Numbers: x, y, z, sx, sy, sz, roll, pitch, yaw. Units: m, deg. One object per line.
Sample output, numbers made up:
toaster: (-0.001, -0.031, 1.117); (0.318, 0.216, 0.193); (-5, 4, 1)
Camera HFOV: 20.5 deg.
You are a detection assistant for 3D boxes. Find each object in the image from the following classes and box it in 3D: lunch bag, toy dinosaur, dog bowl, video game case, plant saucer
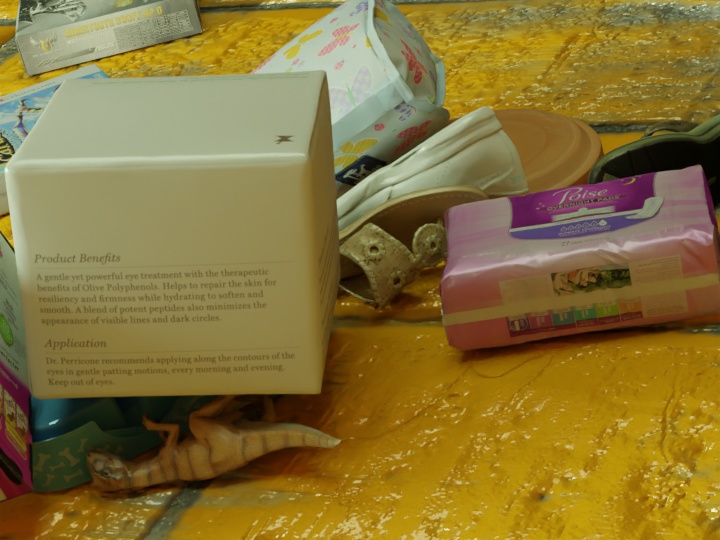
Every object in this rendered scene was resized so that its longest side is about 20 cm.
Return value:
lunch bag: (-0.021, -0.127, 1.637); (0.169, 0.127, 0.200); (-37, 15, 14)
toy dinosaur: (-0.084, 0.114, 1.333); (0.200, 0.060, 0.106); (-15, 37, 22)
dog bowl: (-0.175, 0.092, 1.412); (0.200, 0.050, 0.111); (-26, 29, -25)
video game case: (-0.306, -0.126, 1.910); (0.181, 0.046, 0.200); (-22, 28, -15)
plant saucer: (0.101, -0.087, 1.652); (0.200, 0.032, 0.200); (-10, 26, 5)

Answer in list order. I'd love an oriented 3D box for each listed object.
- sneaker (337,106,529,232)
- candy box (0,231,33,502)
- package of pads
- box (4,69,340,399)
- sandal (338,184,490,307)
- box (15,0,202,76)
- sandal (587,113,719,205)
sneaker: (0.037, -0.041, 1.552); (0.200, 0.089, 0.075); (-31, 4, 20)
candy box: (-0.274, 0.041, 1.325); (0.061, 0.136, 0.200); (-18, 47, 10)
package of pads: (0.155, -0.009, 1.420); (0.200, 0.076, 0.121); (-9, 29, 9)
box: (-0.119, -0.029, 1.362); (0.199, 0.172, 0.200); (-1, 23, 4)
sandal: (0.002, 0.004, 1.498); (0.211, 0.078, 0.070); (-15, 45, 10)
box: (-0.278, -0.285, 2.206); (0.200, 0.048, 0.158); (-14, 26, 0)
sandal: (0.246, -0.082, 1.524); (0.201, 0.080, 0.057); (-21, 30, -35)
